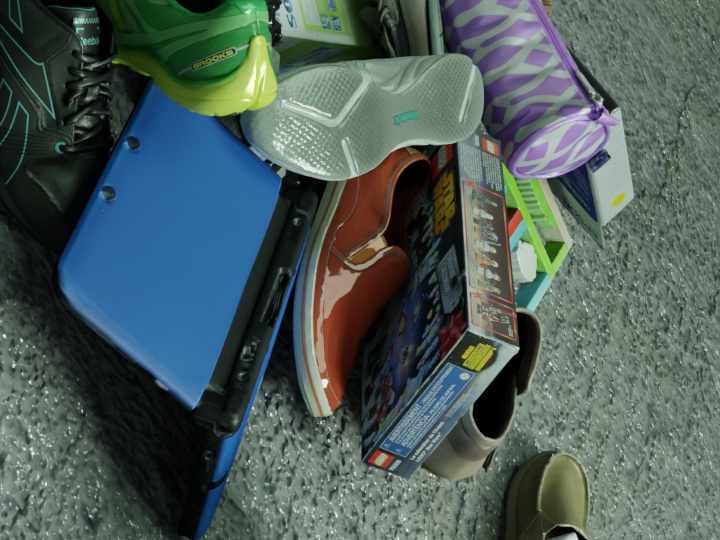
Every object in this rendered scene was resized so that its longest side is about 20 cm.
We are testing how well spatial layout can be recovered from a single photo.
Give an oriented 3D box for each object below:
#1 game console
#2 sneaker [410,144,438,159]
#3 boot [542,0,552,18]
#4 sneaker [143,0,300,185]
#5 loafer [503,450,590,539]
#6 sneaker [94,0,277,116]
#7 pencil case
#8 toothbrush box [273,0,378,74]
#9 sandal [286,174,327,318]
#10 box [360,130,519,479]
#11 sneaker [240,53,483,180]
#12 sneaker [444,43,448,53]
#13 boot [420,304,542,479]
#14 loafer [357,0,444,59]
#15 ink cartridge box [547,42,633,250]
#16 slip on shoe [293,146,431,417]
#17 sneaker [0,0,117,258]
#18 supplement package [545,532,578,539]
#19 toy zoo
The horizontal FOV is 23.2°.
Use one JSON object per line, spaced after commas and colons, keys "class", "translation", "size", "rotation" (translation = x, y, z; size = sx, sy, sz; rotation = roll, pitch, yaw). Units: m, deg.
{"class": "game console", "translation": [-0.105, 0.020, 1.008], "size": [0.118, 0.171, 0.200], "rotation": [19, 43, -1]}
{"class": "sneaker", "translation": [0.044, -0.111, 1.317], "size": [0.200, 0.079, 0.076], "rotation": [-91, 162, -68]}
{"class": "boot", "translation": [0.089, -0.274, 1.479], "size": [0.075, 0.107, 0.200], "rotation": [-33, 103, -25]}
{"class": "sneaker", "translation": [-0.091, -0.098, 1.111], "size": [0.066, 0.090, 0.200], "rotation": [-47, 138, -56]}
{"class": "loafer", "translation": [0.146, 0.205, 1.304], "size": [0.076, 0.067, 0.200], "rotation": [55, 33, -23]}
{"class": "sneaker", "translation": [-0.114, -0.153, 1.002], "size": [0.074, 0.200, 0.084], "rotation": [-13, 122, -44]}
{"class": "pencil case", "translation": [0.106, -0.159, 1.236], "size": [0.084, 0.085, 0.200], "rotation": [-4, 60, -44]}
{"class": "toothbrush box", "translation": [-0.057, -0.209, 1.217], "size": [0.200, 0.086, 0.146], "rotation": [-4, 76, -57]}
{"class": "sandal", "translation": [-0.021, -0.035, 1.207], "size": [0.076, 0.043, 0.200], "rotation": [33, 46, -47]}
{"class": "box", "translation": [0.047, 0.017, 1.146], "size": [0.040, 0.137, 0.200], "rotation": [22, 39, -19]}
{"class": "sneaker", "translation": [-0.010, -0.097, 1.100], "size": [0.200, 0.080, 0.071], "rotation": [-13, 104, -48]}
{"class": "sneaker", "translation": [0.009, -0.231, 1.325], "size": [0.082, 0.074, 0.200], "rotation": [43, 17, -50]}
{"class": "boot", "translation": [0.079, 0.047, 1.190], "size": [0.070, 0.146, 0.200], "rotation": [16, 71, -16]}
{"class": "loafer", "translation": [0.022, -0.194, 1.205], "size": [0.072, 0.063, 0.200], "rotation": [-78, 162, -85]}
{"class": "ink cartridge box", "translation": [0.140, -0.135, 1.376], "size": [0.198, 0.047, 0.200], "rotation": [52, -4, 26]}
{"class": "slip on shoe", "translation": [0.000, 0.000, 1.127], "size": [0.074, 0.061, 0.200], "rotation": [68, 33, -59]}
{"class": "sneaker", "translation": [-0.172, -0.100, 0.969], "size": [0.075, 0.079, 0.200], "rotation": [-28, 97, -61]}
{"class": "supplement package", "translation": [0.034, 0.270, 0.951], "size": [0.147, 0.200, 0.192], "rotation": [-11, 80, -60]}
{"class": "toy zoo", "translation": [0.097, -0.007, 1.349], "size": [0.200, 0.020, 0.131], "rotation": [-54, 130, -38]}
